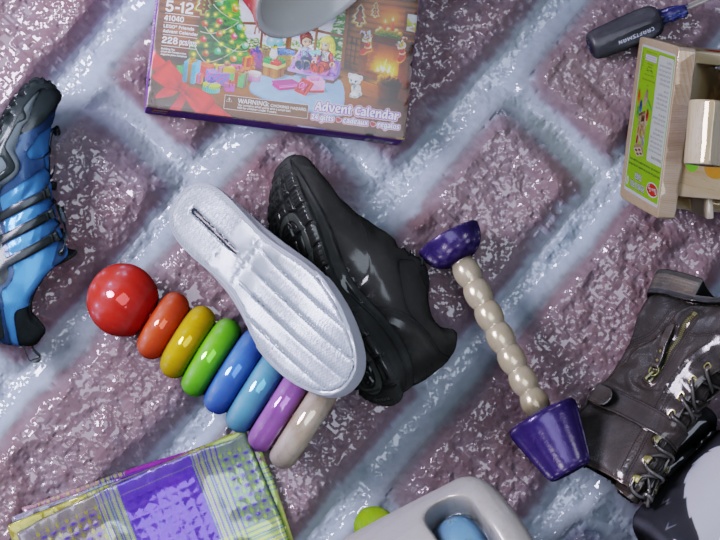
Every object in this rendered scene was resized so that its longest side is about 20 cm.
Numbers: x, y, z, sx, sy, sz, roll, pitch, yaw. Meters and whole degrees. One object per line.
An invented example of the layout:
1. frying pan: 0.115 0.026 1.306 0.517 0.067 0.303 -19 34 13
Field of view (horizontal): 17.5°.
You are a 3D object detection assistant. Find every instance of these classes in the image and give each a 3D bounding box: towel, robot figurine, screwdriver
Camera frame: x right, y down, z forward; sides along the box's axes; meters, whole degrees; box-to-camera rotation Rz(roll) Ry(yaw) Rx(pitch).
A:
1. towel: -0.148 0.216 1.738 0.198 0.023 0.145 -19 89 -8
2. robot figurine: 0.284 0.188 1.745 0.200 0.125 0.151 -42 105 -7
3. screwdriver: 0.268 -0.206 1.808 0.198 0.028 0.029 -18 89 -6

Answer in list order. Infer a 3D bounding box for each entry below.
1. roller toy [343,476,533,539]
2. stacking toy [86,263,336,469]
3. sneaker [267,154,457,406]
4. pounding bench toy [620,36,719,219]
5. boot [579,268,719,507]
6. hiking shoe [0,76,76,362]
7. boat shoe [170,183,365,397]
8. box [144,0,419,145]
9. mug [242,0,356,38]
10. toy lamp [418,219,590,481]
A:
1. roller toy: 0.079 0.252 1.686 0.139 0.182 0.201 -26 91 -9
2. stacking toy: -0.113 0.059 1.724 0.199 0.085 0.086 34 84 0
3. sneaker: 0.000 0.000 1.749 0.090 0.076 0.201 -26 86 -29
4. pounding bench toy: 0.294 -0.096 1.713 0.154 0.200 0.125 5 98 -7
5. boot: 0.246 0.098 1.731 0.069 0.199 0.175 39 76 -38
6. hiking shoe: -0.247 -0.041 1.718 0.086 0.074 0.202 17 95 -14
7. boat shoe: -0.058 0.011 1.694 0.072 0.062 0.200 -46 67 13
8. box: -0.058 -0.176 1.759 0.198 0.039 0.138 6 86 -7
9. mug: -0.073 -0.281 1.711 0.133 0.177 0.200 -44 69 10
10. toy lamp: 0.110 0.062 1.743 0.058 0.058 0.201 -28 79 -8
